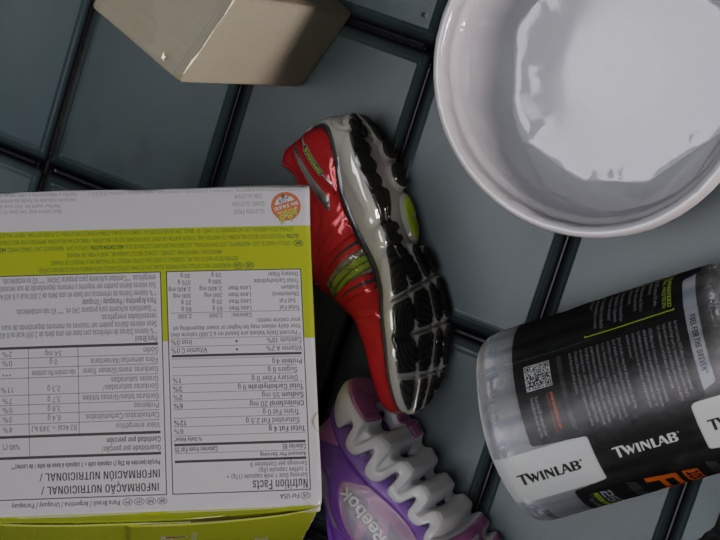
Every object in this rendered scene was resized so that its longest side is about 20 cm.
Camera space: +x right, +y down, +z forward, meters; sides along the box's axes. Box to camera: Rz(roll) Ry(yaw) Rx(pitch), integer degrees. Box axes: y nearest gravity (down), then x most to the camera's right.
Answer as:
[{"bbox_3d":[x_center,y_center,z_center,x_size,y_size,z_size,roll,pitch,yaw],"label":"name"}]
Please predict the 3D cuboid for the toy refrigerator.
[{"bbox_3d":[-0.084,-0.161,1.303,0.076,0.200,0.070,40,106,12],"label":"toy refrigerator"}]

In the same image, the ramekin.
[{"bbox_3d":[0.154,-0.123,1.271,0.198,0.105,0.202,2,95,20],"label":"ramekin"}]

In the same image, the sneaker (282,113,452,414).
[{"bbox_3d":[0.000,0.000,1.361,0.084,0.077,0.202,-19,80,31],"label":"sneaker"}]

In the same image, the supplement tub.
[{"bbox_3d":[0.180,0.071,1.266,0.198,0.122,0.124,-19,88,21],"label":"supplement tub"}]

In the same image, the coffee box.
[{"bbox_3d":[-0.132,0.072,1.282,0.198,0.200,0.200,-2,74,-7],"label":"coffee box"}]

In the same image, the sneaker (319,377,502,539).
[{"bbox_3d":[0.026,0.172,1.357,0.088,0.080,0.201,-40,76,24],"label":"sneaker"}]

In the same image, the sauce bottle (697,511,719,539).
[{"bbox_3d":[0.258,0.140,1.216,0.199,0.065,0.065,-32,81,-23],"label":"sauce bottle"}]
